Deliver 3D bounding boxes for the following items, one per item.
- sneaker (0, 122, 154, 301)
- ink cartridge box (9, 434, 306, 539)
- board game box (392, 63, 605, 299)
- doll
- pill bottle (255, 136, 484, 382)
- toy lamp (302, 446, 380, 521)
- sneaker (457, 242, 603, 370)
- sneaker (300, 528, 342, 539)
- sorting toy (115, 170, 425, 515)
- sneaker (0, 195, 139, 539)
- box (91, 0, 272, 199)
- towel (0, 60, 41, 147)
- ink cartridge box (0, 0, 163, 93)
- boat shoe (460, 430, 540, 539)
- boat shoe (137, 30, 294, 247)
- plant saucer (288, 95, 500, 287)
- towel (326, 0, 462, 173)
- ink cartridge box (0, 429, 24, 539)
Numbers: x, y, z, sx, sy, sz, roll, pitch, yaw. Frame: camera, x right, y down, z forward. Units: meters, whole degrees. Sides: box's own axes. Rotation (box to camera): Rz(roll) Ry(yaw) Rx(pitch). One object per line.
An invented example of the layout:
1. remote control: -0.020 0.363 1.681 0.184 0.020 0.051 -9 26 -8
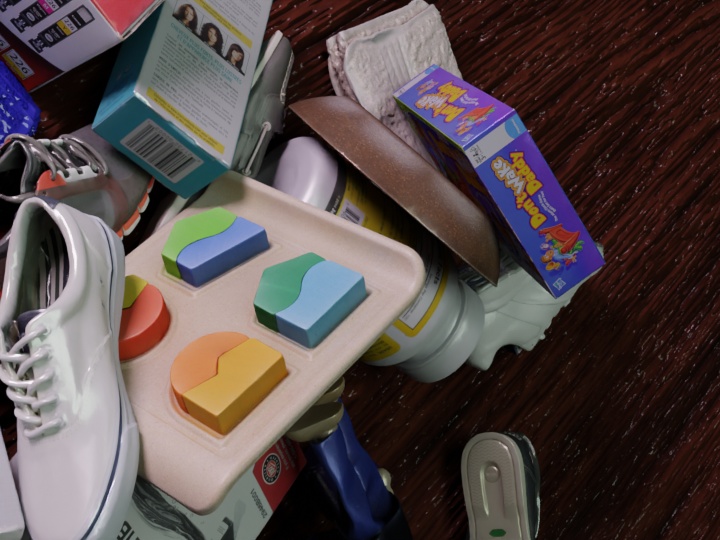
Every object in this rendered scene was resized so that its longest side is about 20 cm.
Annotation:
1. sneaker: -0.188 -0.049 0.696 0.077 0.082 0.200 28 45 10
2. ink cartridge box: -0.135 0.142 0.707 0.201 0.083 0.145 -54 140 -32
3. board game box: 0.098 -0.074 0.866 0.045 0.200 0.135 -35 112 1
4. doll: 0.007 0.172 0.779 0.137 0.048 0.202 -85 154 -71
5. pill bottle: 0.000 0.000 0.858 0.200 0.112 0.113 38 60 -31
6. toy lamp: 0.024 0.207 0.886 0.201 0.058 0.058 53 54 -25
7. sneaker: 0.146 0.023 1.024 0.199 0.074 0.088 -22 110 -35
8. sneaker: -0.011 0.256 0.829 0.199 0.080 0.116 37 63 -30
9. sorting toy: -0.087 0.026 0.675 0.200 0.184 0.037 -46 142 -27
10. sneaker: -0.167 0.055 0.611 0.071 0.072 0.202 38 38 -56
11. box: -0.115 -0.152 0.782 0.082 0.049 0.201 38 41 -30
12. towel: -0.291 -0.123 0.663 0.201 0.049 0.148 52 53 -23
13. ink cartridge box: -0.202 -0.226 0.674 0.200 0.175 0.084 50 55 -23
14. boat shoe: 0.122 0.236 0.960 0.067 0.071 0.203 10 81 -65
15. boat shoe: -0.090 -0.079 0.820 0.057 0.067 0.201 35 68 -20
16. plant saucer: 0.034 -0.066 0.830 0.200 0.201 0.037 38 96 -31
17. towel: 0.051 -0.122 0.975 0.132 0.034 0.202 -32 105 -39
18. ink cartridge box: -0.274 0.063 0.587 0.160 0.050 0.201 3 53 -41
